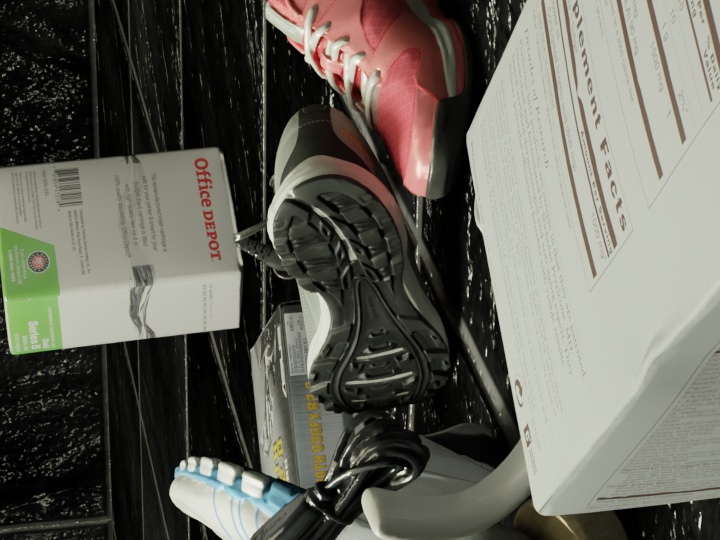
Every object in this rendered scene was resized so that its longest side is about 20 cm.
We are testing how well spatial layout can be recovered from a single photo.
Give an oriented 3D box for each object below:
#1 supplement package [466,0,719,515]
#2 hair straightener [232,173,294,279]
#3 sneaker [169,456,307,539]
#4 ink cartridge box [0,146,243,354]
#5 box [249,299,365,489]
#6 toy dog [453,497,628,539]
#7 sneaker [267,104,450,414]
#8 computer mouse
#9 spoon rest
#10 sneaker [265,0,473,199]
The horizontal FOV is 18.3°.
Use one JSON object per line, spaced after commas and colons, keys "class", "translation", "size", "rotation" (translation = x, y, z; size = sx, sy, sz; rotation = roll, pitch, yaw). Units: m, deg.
{"class": "supplement package", "translation": [0.104, -0.031, 0.494], "size": [0.200, 0.113, 0.110], "rotation": [113, 150, -65]}
{"class": "hair straightener", "translation": [-0.030, -0.045, 1.189], "size": [0.200, 0.041, 0.077], "rotation": [-32, -57, -70]}
{"class": "sneaker", "translation": [-0.033, 0.152, 1.122], "size": [0.199, 0.075, 0.087], "rotation": [16, 85, 44]}
{"class": "ink cartridge box", "translation": [-0.206, -0.019, 1.893], "size": [0.084, 0.199, 0.146], "rotation": [96, 166, -52]}
{"class": "box", "translation": [-0.030, 0.131, 1.426], "size": [0.158, 0.048, 0.201], "rotation": [131, 134, -74]}
{"class": "toy dog", "translation": [0.048, 0.172, 0.887], "size": [0.096, 0.131, 0.201], "rotation": [27, 114, 51]}
{"class": "sneaker", "translation": [0.000, 0.000, 1.110], "size": [0.201, 0.074, 0.080], "rotation": [77, -175, -48]}
{"class": "computer mouse", "translation": [0.021, 0.104, 0.971], "size": [0.044, 0.110, 0.200], "rotation": [45, -163, 18]}
{"class": "spoon rest", "translation": [0.062, 0.011, 0.833], "size": [0.099, 0.060, 0.201], "rotation": [-118, 48, -73]}
{"class": "sneaker", "translation": [-0.001, -0.110, 1.077], "size": [0.074, 0.086, 0.201], "rotation": [98, 163, -50]}
